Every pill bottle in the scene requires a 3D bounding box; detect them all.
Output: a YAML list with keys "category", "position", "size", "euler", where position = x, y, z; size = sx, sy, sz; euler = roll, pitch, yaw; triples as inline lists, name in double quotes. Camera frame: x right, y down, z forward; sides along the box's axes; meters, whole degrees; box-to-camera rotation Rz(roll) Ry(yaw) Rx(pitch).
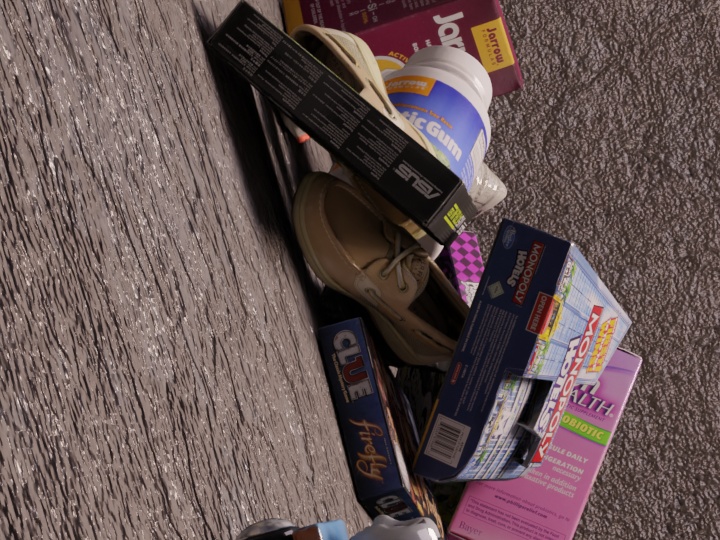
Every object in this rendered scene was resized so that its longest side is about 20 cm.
- category: "pill bottle"
  position: [0.045, -0.100, 1.795]
  size: [0.200, 0.112, 0.112]
  euler: [-65, 144, -44]

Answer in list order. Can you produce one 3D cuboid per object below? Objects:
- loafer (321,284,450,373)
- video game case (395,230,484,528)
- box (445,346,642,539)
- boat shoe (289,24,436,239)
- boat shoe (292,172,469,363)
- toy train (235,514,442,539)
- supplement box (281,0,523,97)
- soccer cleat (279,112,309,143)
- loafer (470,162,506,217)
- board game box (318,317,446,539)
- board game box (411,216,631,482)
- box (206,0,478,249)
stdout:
- category: "loafer"
  position: [0.014, 0.043, 1.708]
  size: [0.200, 0.072, 0.073]
  euler: [31, 66, -58]
- category: "video game case"
  position: [0.077, 0.093, 1.885]
  size: [0.200, 0.036, 0.182]
  euler: [-100, -158, -53]
- category: "box"
  position: [0.147, 0.169, 1.789]
  size: [0.176, 0.096, 0.201]
  euler: [93, 20, -68]
- category: "boat shoe"
  position: [0.000, -0.109, 1.662]
  size: [0.065, 0.072, 0.200]
  euler: [17, 41, -51]
- category: "boat shoe"
  position: [0.023, -0.002, 1.590]
  size: [0.200, 0.065, 0.072]
  euler: [51, 52, -35]
- category: "toy train"
  position: [0.010, 0.194, 0.896]
  size: [0.087, 0.114, 0.201]
  euler: [42, 31, -80]
- category: "supplement box"
  position: [0.040, -0.217, 2.053]
  size: [0.103, 0.199, 0.131]
  euler: [-102, 171, -48]
- category: "soccer cleat"
  position: [-0.036, -0.158, 1.818]
  size: [0.200, 0.069, 0.078]
  euler: [-56, 125, -80]
- category: "loafer"
  position: [0.056, -0.058, 1.951]
  size: [0.200, 0.070, 0.070]
  euler: [-16, -126, 58]
- category: "board game box"
  position: [0.020, 0.133, 1.617]
  size: [0.200, 0.034, 0.136]
  euler: [61, 13, -66]
- category: "board game box"
  position: [0.134, 0.072, 1.635]
  size: [0.200, 0.062, 0.201]
  euler: [11, 100, -64]
- category: "box"
  position: [-0.007, -0.099, 1.524]
  size: [0.200, 0.048, 0.193]
  euler: [40, 3, 6]
